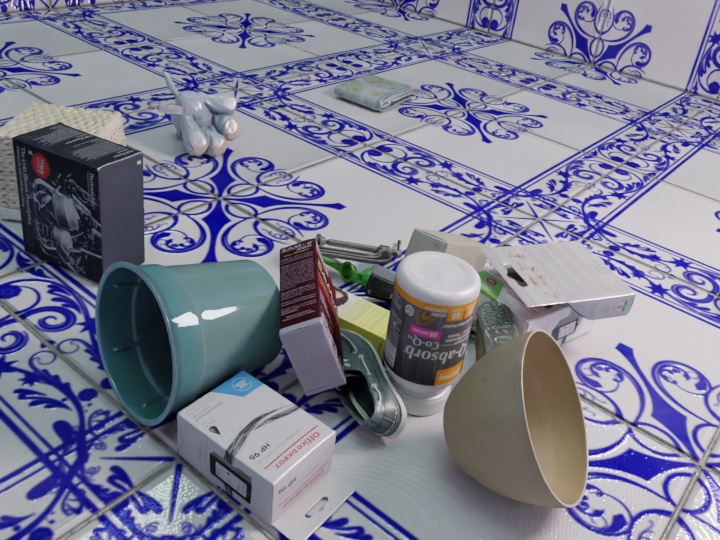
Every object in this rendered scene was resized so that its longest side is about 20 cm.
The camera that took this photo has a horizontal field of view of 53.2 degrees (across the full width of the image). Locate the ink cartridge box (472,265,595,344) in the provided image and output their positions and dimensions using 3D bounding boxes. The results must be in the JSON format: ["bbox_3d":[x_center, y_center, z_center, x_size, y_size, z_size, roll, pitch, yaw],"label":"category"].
[{"bbox_3d":[0.279,0.056,1.184,0.197,0.086,0.145,-16,39,-35],"label":"ink cartridge box"}]

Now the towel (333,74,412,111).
[{"bbox_3d":[0.043,-0.528,2.132,0.168,0.049,0.199,22,34,28],"label":"towel"}]

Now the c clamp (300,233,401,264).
[{"bbox_3d":[-0.016,-0.037,1.311,0.194,0.028,0.171,8,16,-3],"label":"c clamp"}]

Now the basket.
[{"bbox_3d":[-0.546,-0.200,1.336,0.193,0.164,0.201,5,29,-3],"label":"basket"}]

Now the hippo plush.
[{"bbox_3d":[-0.385,-0.337,1.658,0.196,0.164,0.160,9,-4,-28],"label":"hippo plush"}]

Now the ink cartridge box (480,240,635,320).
[{"bbox_3d":[0.302,0.018,1.128,0.195,0.051,0.162,-7,36,-19],"label":"ink cartridge box"}]

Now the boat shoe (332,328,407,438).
[{"bbox_3d":[-0.009,0.142,0.972,0.061,0.073,0.201,24,19,-43],"label":"boat shoe"}]

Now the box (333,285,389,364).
[{"bbox_3d":[-0.022,0.075,1.115,0.197,0.051,0.075,23,34,22],"label":"box"}]

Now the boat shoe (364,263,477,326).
[{"bbox_3d":[0.093,0.057,1.160,0.197,0.067,0.070,26,-1,17],"label":"boat shoe"}]

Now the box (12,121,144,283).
[{"bbox_3d":[-0.453,-0.111,1.168,0.178,0.204,0.104,18,30,19],"label":"box"}]

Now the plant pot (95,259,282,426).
[{"bbox_3d":[-0.215,0.075,0.948,0.199,0.205,0.194,32,29,35],"label":"plant pot"}]

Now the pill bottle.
[{"bbox_3d":[0.091,0.087,0.972,0.113,0.204,0.117,5,30,-3],"label":"pill bottle"}]

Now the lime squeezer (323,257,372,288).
[{"bbox_3d":[0.000,0.000,1.256,0.195,0.039,0.071,14,34,13],"label":"lime squeezer"}]

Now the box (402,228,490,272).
[{"bbox_3d":[0.147,-0.018,1.213,0.067,0.084,0.199,25,10,28],"label":"box"}]

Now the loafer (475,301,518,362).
[{"bbox_3d":[0.205,0.141,1.045,0.073,0.071,0.203,3,48,-1],"label":"loafer"}]

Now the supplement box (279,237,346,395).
[{"bbox_3d":[-0.068,0.058,0.983,0.059,0.111,0.202,-17,34,4],"label":"supplement box"}]

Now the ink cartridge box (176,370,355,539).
[{"bbox_3d":[-0.108,0.213,0.847,0.197,0.069,0.115,27,36,27],"label":"ink cartridge box"}]

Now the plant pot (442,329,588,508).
[{"bbox_3d":[0.178,0.187,0.875,0.132,0.204,0.200,-17,17,32],"label":"plant pot"}]
